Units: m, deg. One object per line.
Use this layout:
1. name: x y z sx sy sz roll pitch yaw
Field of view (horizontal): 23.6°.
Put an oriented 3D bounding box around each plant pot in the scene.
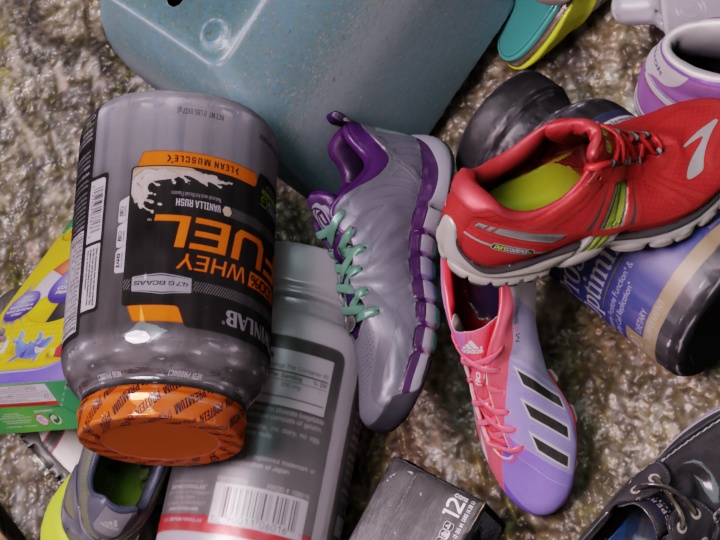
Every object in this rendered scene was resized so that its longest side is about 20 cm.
1. plant pot: -0.054 -0.174 1.129 0.195 0.200 0.197 35 94 27

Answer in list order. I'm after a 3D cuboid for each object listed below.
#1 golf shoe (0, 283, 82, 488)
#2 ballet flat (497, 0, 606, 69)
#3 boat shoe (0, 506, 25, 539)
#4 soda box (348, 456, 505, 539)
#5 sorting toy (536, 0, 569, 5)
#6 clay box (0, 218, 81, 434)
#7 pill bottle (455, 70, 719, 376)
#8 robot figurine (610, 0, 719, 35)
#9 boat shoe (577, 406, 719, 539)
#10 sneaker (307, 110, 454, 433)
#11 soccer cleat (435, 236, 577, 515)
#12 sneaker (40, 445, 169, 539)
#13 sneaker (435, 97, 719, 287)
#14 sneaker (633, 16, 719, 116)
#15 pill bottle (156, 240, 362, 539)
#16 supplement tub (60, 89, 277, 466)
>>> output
1. golf shoe: -0.199 0.085 1.167 0.088 0.077 0.200 -35 63 -7
2. ballet flat: 0.157 -0.225 1.160 0.067 0.067 0.201 37 111 56
3. boat shoe: -0.307 0.142 1.184 0.065 0.072 0.200 -42 68 -2
4. soda box: 0.009 0.220 1.044 0.071 0.063 0.201 24 78 26
5. sorting toy: 0.038 -0.272 1.103 0.200 0.180 0.107 40 112 37
6. clay box: -0.172 0.019 1.125 0.114 0.048 0.200 -7 39 35
7. pill bottle: 0.157 -0.035 1.066 0.200 0.112 0.112 40 86 28
8. robot figurine: 0.260 -0.191 1.090 0.199 0.113 0.171 0 106 20
9. boat shoe: 0.169 0.153 1.012 0.200 0.066 0.070 -44 62 -1
10. sneaker: 0.000 0.000 1.052 0.087 0.074 0.201 18 59 -19
11. soccer cleat: 0.083 0.057 1.035 0.066 0.076 0.201 -2 103 34
12. sneaker: -0.142 0.100 1.097 0.074 0.081 0.201 23 49 -18
13. sneaker: 0.135 -0.054 0.958 0.199 0.085 0.077 -24 57 -18
14. sneaker: 0.266 -0.094 1.030 0.199 0.114 0.073 15 72 3
15. pill bottle: -0.055 0.092 1.089 0.113 0.114 0.201 4 70 21
16. supplement tub: -0.111 0.006 1.014 0.122 0.123 0.201 -7 66 17
